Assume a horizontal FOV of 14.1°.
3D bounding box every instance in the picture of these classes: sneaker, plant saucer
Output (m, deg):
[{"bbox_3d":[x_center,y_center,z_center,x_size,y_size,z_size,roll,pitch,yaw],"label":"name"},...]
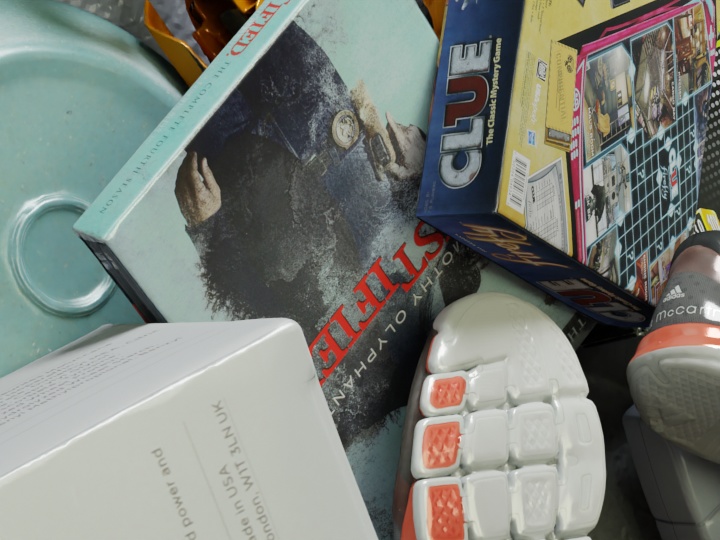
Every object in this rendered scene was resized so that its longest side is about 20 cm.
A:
[{"bbox_3d":[0.031,0.109,0.999,0.077,0.082,0.201,10,75,-30],"label":"sneaker"},{"bbox_3d":[0.181,0.048,1.063,0.200,0.077,0.082,36,54,-34],"label":"sneaker"},{"bbox_3d":[-0.106,-0.002,0.986,0.199,0.036,0.201,8,74,-30],"label":"plant saucer"}]

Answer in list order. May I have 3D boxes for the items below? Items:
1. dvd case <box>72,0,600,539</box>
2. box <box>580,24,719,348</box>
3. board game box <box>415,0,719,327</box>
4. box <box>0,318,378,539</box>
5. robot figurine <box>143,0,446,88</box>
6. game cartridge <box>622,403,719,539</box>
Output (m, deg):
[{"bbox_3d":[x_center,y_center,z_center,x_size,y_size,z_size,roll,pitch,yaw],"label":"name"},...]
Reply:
[{"bbox_3d":[0.000,0.000,1.003,0.146,0.022,0.200,-51,132,-20],"label":"dvd case"},{"bbox_3d":[0.126,-0.096,1.147,0.200,0.047,0.194,-27,97,-34],"label":"box"},{"bbox_3d":[0.082,-0.094,1.041,0.135,0.034,0.201,29,65,-51],"label":"board game box"},{"bbox_3d":[-0.091,0.142,0.883,0.200,0.131,0.200,-28,104,-30],"label":"box"},{"bbox_3d":[-0.039,-0.123,1.037,0.200,0.058,0.145,54,49,-11],"label":"robot figurine"},{"bbox_3d":[0.190,0.103,1.128,0.133,0.041,0.200,-44,110,-25],"label":"game cartridge"}]
